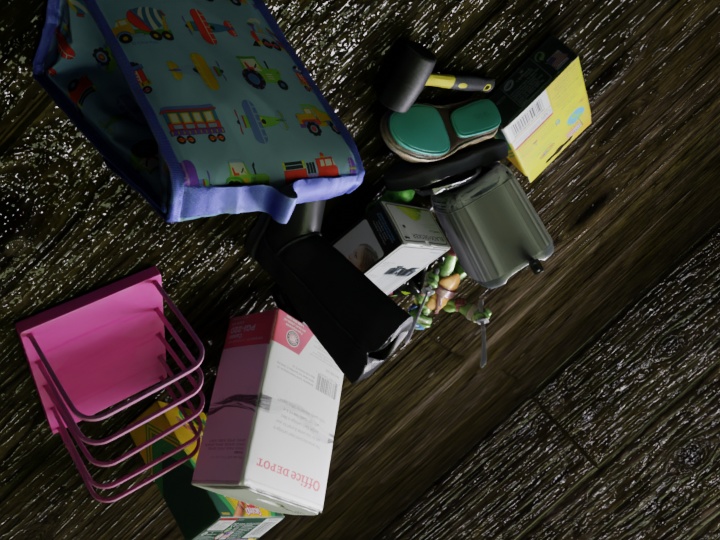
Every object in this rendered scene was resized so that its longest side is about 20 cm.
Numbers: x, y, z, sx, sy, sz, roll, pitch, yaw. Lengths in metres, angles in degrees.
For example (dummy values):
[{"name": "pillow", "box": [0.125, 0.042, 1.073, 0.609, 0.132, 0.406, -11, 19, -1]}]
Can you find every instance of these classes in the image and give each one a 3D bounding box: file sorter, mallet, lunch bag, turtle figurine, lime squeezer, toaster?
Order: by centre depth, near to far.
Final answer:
[{"name": "lunch bag", "box": [-0.095, -0.107, 0.472, 0.150, 0.200, 0.094, -12, 142, -45]}, {"name": "file sorter", "box": [-0.239, 0.126, 0.734, 0.138, 0.126, 0.201, -26, 151, -29]}, {"name": "mallet", "box": [0.088, -0.198, 0.787, 0.066, 0.041, 0.199, -53, 156, 24]}, {"name": "lime squeezer", "box": [0.035, -0.085, 0.905, 0.200, 0.038, 0.071, -48, -174, 14]}, {"name": "toaster", "box": [0.165, -0.062, 0.933, 0.113, 0.130, 0.200, -31, -169, 4]}, {"name": "turtle figurine", "box": [0.153, 0.025, 1.077, 0.195, 0.143, 0.200, -64, -171, 9]}]

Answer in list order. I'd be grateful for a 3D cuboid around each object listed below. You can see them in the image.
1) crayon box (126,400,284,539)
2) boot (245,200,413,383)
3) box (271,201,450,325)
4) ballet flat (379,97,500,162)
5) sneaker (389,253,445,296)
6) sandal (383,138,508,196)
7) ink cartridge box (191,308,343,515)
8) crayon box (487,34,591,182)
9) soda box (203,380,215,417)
[{"name": "crayon box", "box": [-0.201, 0.271, 0.966, 0.058, 0.173, 0.200, -37, 156, 2]}, {"name": "boot", "box": [-0.022, -0.009, 0.734, 0.065, 0.200, 0.165, -14, 144, -44]}, {"name": "box", "box": [0.000, 0.000, 0.893, 0.200, 0.061, 0.116, -38, 159, 30]}, {"name": "ballet flat", "box": [0.080, -0.152, 0.818, 0.199, 0.069, 0.067, -15, 175, -41]}, {"name": "sneaker", "box": [0.038, 0.013, 0.990, 0.200, 0.088, 0.074, -45, 155, 9]}, {"name": "sandal", "box": [0.111, -0.118, 0.858, 0.199, 0.076, 0.043, -21, 112, -38]}, {"name": "ink cartridge box", "box": [-0.099, 0.168, 0.843, 0.084, 0.202, 0.145, -12, 147, 33]}, {"name": "crayon box", "box": [0.239, -0.206, 0.965, 0.127, 0.051, 0.200, -44, 154, 6]}, {"name": "soda box", "box": [-0.130, 0.186, 1.050, 0.199, 0.071, 0.064, -2, 135, -53]}]
